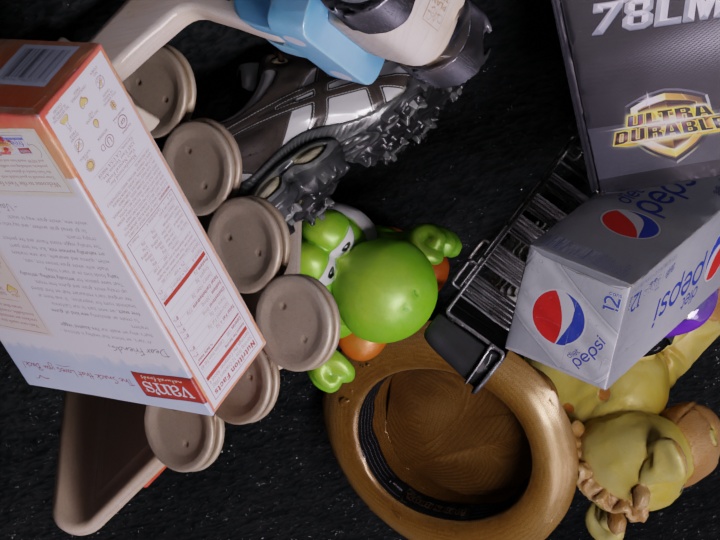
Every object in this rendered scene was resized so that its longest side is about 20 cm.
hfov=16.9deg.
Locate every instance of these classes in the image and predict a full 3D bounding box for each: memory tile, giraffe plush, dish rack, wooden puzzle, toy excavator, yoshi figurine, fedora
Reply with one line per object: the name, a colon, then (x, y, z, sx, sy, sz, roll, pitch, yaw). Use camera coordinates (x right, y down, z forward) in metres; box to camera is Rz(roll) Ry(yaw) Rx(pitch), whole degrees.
memory tile: (-0.099, -0.006, 1.273, 0.017, 0.200, 0.153, -10, 152, -52)
giraffe plush: (0.194, 0.097, 1.728, 0.200, 0.162, 0.173, -22, 154, -1)
dish rack: (0.111, -0.028, 1.436, 0.200, 0.055, 0.153, -54, 179, 9)
wooden puzzle: (-0.099, 0.036, 1.375, 0.037, 0.185, 0.200, 30, 129, -28)
toy excavator: (-0.041, -0.141, 1.185, 0.100, 0.200, 0.195, 30, 79, -57)
yoshi figurine: (0.008, 0.013, 1.440, 0.112, 0.113, 0.200, -6, 172, 10)
fedora: (0.072, 0.106, 1.684, 0.201, 0.201, 0.082, -47, 176, 41)

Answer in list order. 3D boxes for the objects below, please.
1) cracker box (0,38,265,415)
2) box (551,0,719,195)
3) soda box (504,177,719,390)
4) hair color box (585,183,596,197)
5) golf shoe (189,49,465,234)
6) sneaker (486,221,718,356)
cracker box: (-0.147, -0.022, 1.196, 0.134, 0.058, 0.200, 7, 137, 37)
box: (0.201, -0.143, 1.264, 0.200, 0.050, 0.199, -8, 129, 10)
soda box: (0.156, -0.008, 1.345, 0.200, 0.063, 0.068, -35, 142, -53)
hair color box: (0.257, -0.075, 1.571, 0.200, 0.061, 0.099, -11, 152, -21)
golf shoe: (-0.016, -0.095, 1.315, 0.200, 0.094, 0.078, -37, 164, -33)
sneaker: (0.174, 0.018, 1.524, 0.099, 0.200, 0.070, 37, 77, -28)
